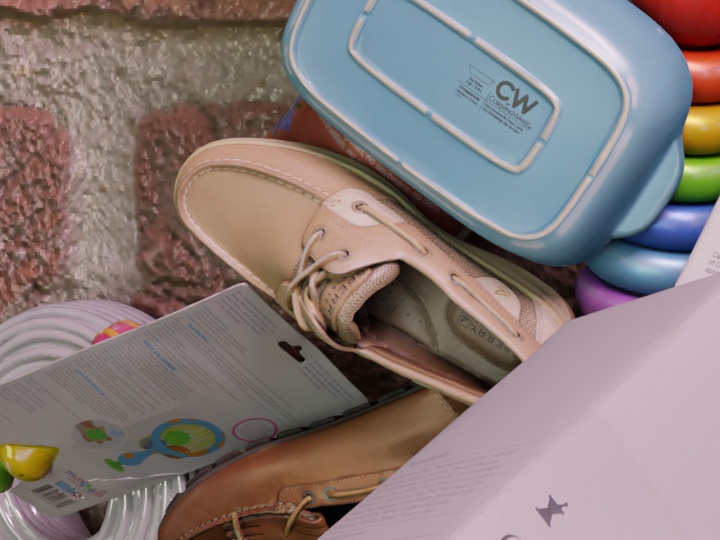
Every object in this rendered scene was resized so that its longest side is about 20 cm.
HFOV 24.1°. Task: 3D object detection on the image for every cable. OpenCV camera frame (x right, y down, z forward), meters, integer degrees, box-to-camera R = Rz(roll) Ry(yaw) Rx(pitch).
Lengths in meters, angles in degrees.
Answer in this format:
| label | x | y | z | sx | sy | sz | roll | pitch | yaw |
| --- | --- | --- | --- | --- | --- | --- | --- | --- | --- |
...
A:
| label | x | y | z | sx | sy | sz | roll | pitch | yaw |
| --- | --- | --- | --- | --- | --- | --- | --- | --- | --- |
| cable | -0.156 | 0.117 | 0.967 | 0.200 | 0.069 | 0.200 | 35 | 111 | 24 |

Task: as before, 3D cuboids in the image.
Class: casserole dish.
| label | x | y | z | sx | sy | sz | roll | pitch | yaw |
| --- | --- | --- | --- | --- | --- | --- | --- | --- | --- |
| casserole dish | 0.046 | -0.084 | 0.719 | 0.200 | 0.039 | 0.121 | 37 | 115 | 14 |

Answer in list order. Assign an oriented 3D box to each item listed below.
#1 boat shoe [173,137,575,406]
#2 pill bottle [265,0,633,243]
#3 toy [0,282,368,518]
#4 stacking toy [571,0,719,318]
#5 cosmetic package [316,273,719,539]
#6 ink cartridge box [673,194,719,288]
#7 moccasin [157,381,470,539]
| label | x | y | z | sx | sy | sz | roll | pitch | yaw |
| --- | --- | --- | --- | --- | --- | --- | --- | --- | --- |
| boat shoe | 0.000 | 0.000 | 0.748 | 0.200 | 0.065 | 0.071 | 25 | 114 | 12 |
| pill bottle | 0.046 | -0.090 | 0.802 | 0.112 | 0.112 | 0.200 | 49 | 116 | 19 |
| toy | -0.111 | 0.058 | 0.852 | 0.200 | 0.115 | 0.047 | -25 | 47 | 19 |
| stacking toy | 0.141 | -0.053 | 0.742 | 0.085 | 0.085 | 0.200 | 16 | 114 | 30 |
| cosmetic package | 0.101 | 0.141 | 0.614 | 0.199 | 0.200 | 0.123 | 56 | 148 | -6 |
| ink cartridge box | 0.232 | -0.032 | 0.657 | 0.144 | 0.084 | 0.200 | 24 | 86 | 43 |
| moccasin | -0.015 | 0.116 | 0.837 | 0.201 | 0.074 | 0.078 | -22 | 74 | 20 |
